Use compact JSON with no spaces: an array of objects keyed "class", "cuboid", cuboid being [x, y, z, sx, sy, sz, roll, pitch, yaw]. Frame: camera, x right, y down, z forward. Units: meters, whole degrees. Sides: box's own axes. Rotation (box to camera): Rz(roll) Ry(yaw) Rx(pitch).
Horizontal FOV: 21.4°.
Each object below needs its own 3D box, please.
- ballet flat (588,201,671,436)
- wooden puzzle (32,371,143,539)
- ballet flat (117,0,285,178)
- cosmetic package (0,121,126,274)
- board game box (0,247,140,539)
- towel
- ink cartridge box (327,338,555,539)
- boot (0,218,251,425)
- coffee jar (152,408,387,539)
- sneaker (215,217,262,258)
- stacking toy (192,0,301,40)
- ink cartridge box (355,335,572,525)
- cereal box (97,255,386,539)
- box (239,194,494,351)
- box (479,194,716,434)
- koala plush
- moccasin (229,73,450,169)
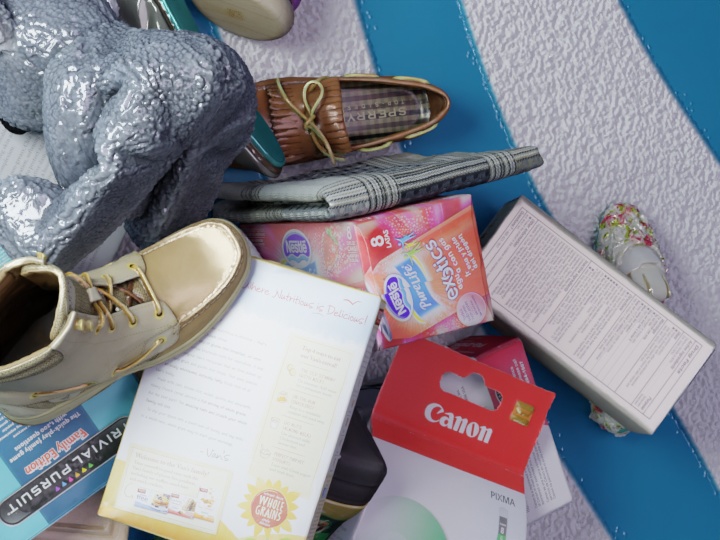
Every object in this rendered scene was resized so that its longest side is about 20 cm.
[{"class":"ballet flat","cuboid":[0.235,0.041,1.607,0.076,0.064,0.200,4,87,-28]},{"class":"wooden puzzle","cuboid":[-0.249,0.109,1.359,0.185,0.037,0.200,8,91,-15]},{"class":"ballet flat","cuboid":[-0.129,-0.140,1.403,0.064,0.067,0.200,-35,82,17]},{"class":"cosmetic package","cuboid":[-0.260,-0.072,1.349,0.200,0.071,0.102,30,77,-24]},{"class":"board game box","cuboid":[-0.245,0.074,1.305,0.151,0.047,0.200,-35,107,-10]},{"class":"towel","cuboid":[0.006,-0.069,1.416,0.192,0.200,0.035,-15,97,-30]},{"class":"ink cartridge box","cuboid":[0.065,0.166,1.419,0.161,0.050,0.200,24,90,-33]},{"class":"boot","cuboid":[-0.164,0.019,1.209,0.200,0.155,0.073,-31,75,-4]},{"class":"coffee jar","cuboid":[-0.068,0.174,1.373,0.085,0.104,0.200,20,118,-39]},{"class":"sneaker","cuboid":[-0.120,0.066,1.416,0.115,0.075,0.200,-14,98,-29]},{"class":"stacking toy","cuboid":[-0.058,-0.280,1.461,0.085,0.085,0.200,31,69,-23]},{"class":"ink cartridge box","cuboid":[0.049,0.154,1.496,0.200,0.084,0.145,-23,100,-26]},{"class":"cereal box","cuboid":[-0.079,0.092,1.288,0.144,0.040,0.200,18,85,10]},{"class":"box","cuboid":[0.000,0.000,1.410,0.102,0.200,0.095,-14,97,-26]},{"class":"box","cuboid":[0.175,0.037,1.529,0.200,0.078,0.095,39,84,-3]},{"class":"koala plush","cuboid":[-0.185,-0.130,1.267,0.200,0.184,0.177,48,31,18]},{"class":"moccasin","cuboid":[-0.026,-0.115,1.465,0.201,0.078,0.074,-3,89,-24]}]
